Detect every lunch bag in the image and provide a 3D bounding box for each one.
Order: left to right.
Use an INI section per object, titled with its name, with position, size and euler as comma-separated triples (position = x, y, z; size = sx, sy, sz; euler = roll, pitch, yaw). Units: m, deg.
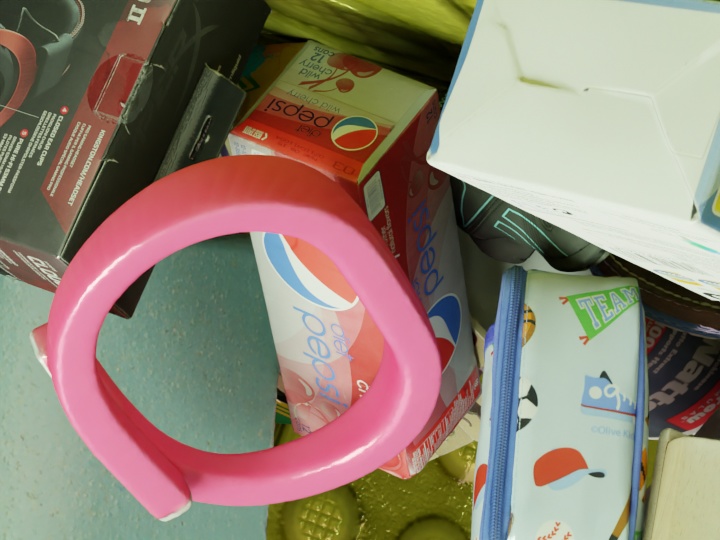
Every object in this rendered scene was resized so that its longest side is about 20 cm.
[lunch bag]
position = 0.084, 0.087, 1.116
size = 0.075, 0.161, 0.200
euler = 2, 162, 4

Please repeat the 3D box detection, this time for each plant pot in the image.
[plant pot]
position = -0.174, 0.076, 1.211
size = 0.199, 0.197, 0.196
euler = 11, 166, -35

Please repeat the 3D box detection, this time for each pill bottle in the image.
[pill bottle]
position = 0.134, 0.018, 1.303
size = 0.119, 0.120, 0.200
euler = 17, 176, 37

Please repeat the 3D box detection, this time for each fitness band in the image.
[fitness band]
position = -0.047, 0.033, 1.071
size = 0.200, 0.143, 0.038
euler = 56, -172, -49

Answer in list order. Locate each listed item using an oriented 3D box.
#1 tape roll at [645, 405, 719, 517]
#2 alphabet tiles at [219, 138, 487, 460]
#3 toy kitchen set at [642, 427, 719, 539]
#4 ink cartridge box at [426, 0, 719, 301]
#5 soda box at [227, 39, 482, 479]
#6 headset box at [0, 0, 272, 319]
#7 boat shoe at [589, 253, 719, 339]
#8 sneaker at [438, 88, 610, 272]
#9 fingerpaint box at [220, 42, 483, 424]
[tape roll]
position = 0.232, 0.138, 1.230
size = 0.202, 0.139, 0.203
euler = 38, 161, 16
[alphabet tiles]
position = -0.020, 0.014, 1.260
size = 0.200, 0.006, 0.166
euler = 46, 147, -9
[toy kitchen set]
position = 0.221, 0.092, 0.986
size = 0.162, 0.201, 0.180
euler = 21, 158, -22
[ink cartridge box]
position = 0.141, -0.030, 0.936
size = 0.199, 0.077, 0.136
euler = 25, 174, -40
[soda box]
position = 0.000, 0.000, 1.152
size = 0.070, 0.063, 0.201
euler = 22, 145, 26
[headset box]
position = -0.142, -0.078, 1.101
size = 0.199, 0.149, 0.075
euler = 17, 166, 25
[boat shoe]
position = 0.194, -0.005, 1.136
size = 0.199, 0.073, 0.072
euler = 9, 170, 7
[sneaker]
position = 0.068, -0.045, 1.116
size = 0.079, 0.076, 0.200
euler = 34, 165, -13
[fingerpaint box]
position = -0.049, -0.013, 1.335
size = 0.166, 0.073, 0.200
euler = 2, 134, 45
